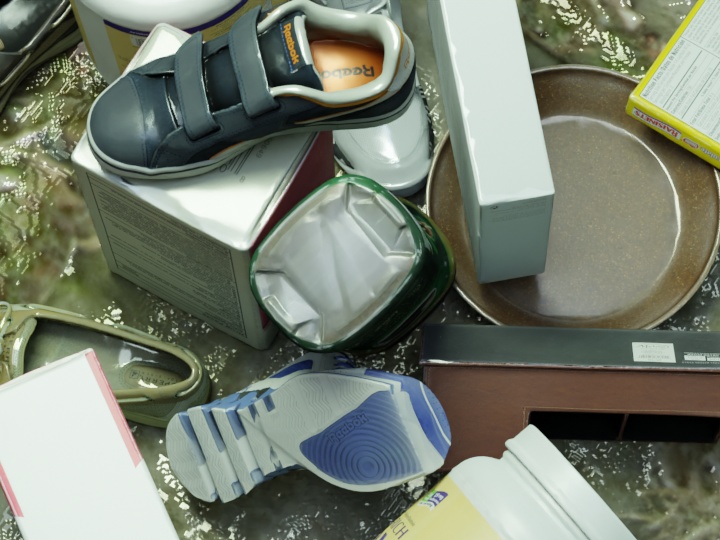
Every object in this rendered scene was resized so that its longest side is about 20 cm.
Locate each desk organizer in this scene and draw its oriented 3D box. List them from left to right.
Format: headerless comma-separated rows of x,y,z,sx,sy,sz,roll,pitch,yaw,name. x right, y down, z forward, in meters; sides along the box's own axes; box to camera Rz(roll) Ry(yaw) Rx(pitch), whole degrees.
0.137,0.084,1.439,0.199,0.072,0.077,1,108,3,desk organizer

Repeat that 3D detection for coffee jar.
0.000,0.000,1.397,0.104,0.200,0.085,-43,81,4,coffee jar

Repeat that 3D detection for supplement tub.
-0.121,-0.190,1.487,0.145,0.200,0.146,-1,72,2,supplement tub
0.069,0.205,1.354,0.200,0.145,0.145,-42,75,-2,supplement tub

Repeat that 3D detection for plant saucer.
0.143,-0.040,1.514,0.199,0.037,0.201,-1,70,2,plant saucer

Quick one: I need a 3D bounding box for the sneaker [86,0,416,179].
-0.066,-0.112,1.313,0.199,0.079,0.079,-14,71,-5,sneaker

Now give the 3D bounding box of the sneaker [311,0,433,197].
-0.001,-0.153,1.515,0.075,0.115,0.201,-15,72,-3,sneaker

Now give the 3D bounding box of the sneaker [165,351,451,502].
-0.019,0.086,1.422,0.115,0.199,0.081,-32,107,-48,sneaker

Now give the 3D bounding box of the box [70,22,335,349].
-0.094,-0.049,1.438,0.128,0.200,0.109,28,73,10,box

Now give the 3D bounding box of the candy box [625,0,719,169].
0.272,-0.155,1.533,0.102,0.026,0.200,31,63,12,candy box

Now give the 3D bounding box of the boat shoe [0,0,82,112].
-0.263,-0.154,1.546,0.074,0.073,0.200,41,77,14,boat shoe

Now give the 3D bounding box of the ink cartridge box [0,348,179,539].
-0.162,0.154,1.373,0.084,0.200,0.145,-24,72,-9,ink cartridge box

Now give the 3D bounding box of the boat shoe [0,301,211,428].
-0.198,0.058,1.477,0.200,0.063,0.073,13,72,6,boat shoe

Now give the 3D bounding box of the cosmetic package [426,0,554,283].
0.081,-0.111,1.442,0.051,0.151,0.201,-9,72,-3,cosmetic package
